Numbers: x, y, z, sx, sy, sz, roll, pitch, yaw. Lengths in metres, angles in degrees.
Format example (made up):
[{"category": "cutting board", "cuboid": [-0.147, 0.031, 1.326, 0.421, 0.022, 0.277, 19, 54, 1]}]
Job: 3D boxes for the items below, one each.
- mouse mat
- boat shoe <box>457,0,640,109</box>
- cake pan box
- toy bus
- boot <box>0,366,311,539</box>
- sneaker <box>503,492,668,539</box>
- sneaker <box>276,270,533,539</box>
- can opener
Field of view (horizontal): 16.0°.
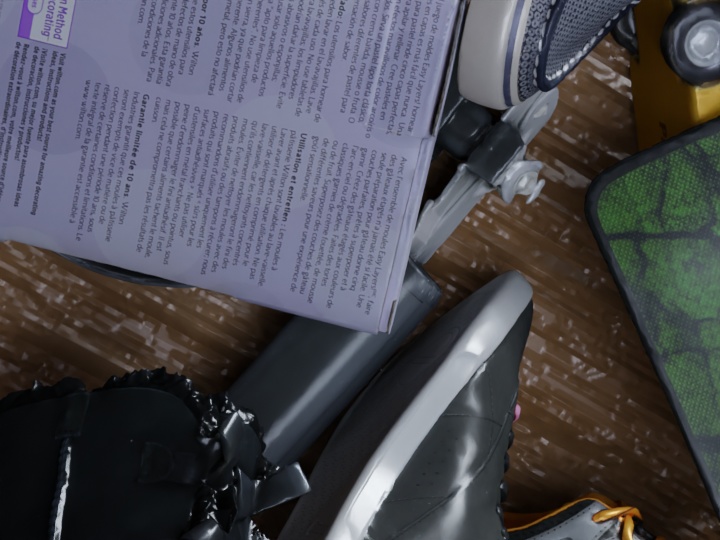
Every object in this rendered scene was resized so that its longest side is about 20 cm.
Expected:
[{"category": "mouse mat", "cuboid": [0.185, 0.028, 0.883, 0.161, 0.008, 0.200, -24, 88, 7]}, {"category": "boat shoe", "cuboid": [0.111, -0.123, 0.849, 0.093, 0.075, 0.200, 21, 62, 17]}, {"category": "cake pan box", "cuboid": [-0.057, -0.088, 0.839, 0.184, 0.052, 0.200, 13, 108, 5]}, {"category": "toy bus", "cuboid": [0.145, -0.028, 0.945, 0.078, 0.065, 0.200, -12, 108, -12]}, {"category": "boot", "cuboid": [-0.119, 0.115, 0.805, 0.198, 0.163, 0.073, -6, 146, 19]}, {"category": "sneaker", "cuboid": [0.095, 0.121, 0.946, 0.200, 0.078, 0.077, 9, 91, 4]}, {"category": "sneaker", "cuboid": [0.035, 0.093, 0.902, 0.099, 0.071, 0.200, 41, 50, -11]}, {"category": "can opener", "cuboid": [0.000, 0.000, 0.928, 0.066, 0.053, 0.200, 37, 91, 13]}]
